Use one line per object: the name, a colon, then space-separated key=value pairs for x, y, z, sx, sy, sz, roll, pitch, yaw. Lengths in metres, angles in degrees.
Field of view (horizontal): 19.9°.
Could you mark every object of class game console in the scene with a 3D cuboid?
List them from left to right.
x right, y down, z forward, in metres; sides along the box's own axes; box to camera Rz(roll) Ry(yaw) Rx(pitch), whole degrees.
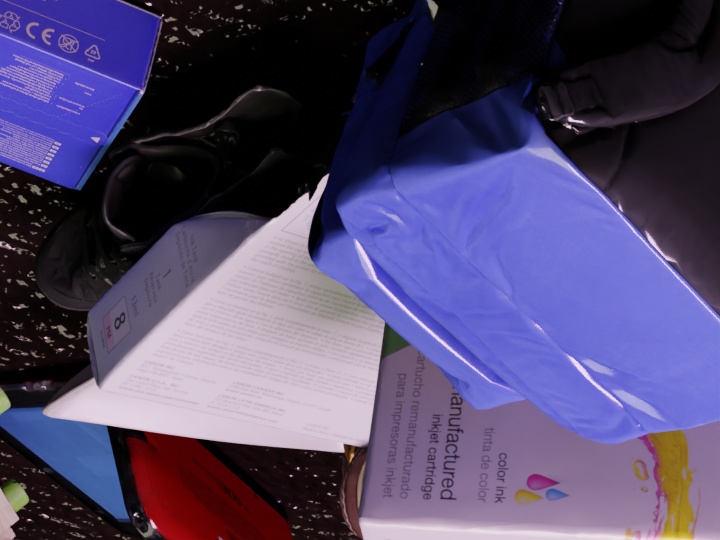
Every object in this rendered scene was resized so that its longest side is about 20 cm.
game console: x=-0.131 y=0.151 z=1.215 sx=0.118 sy=0.173 sz=0.200 roll=-31 pitch=136 yaw=12

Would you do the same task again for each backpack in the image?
backpack: x=0.077 y=-0.064 z=0.729 sx=0.167 sy=0.201 sz=0.163 roll=-13 pitch=134 yaw=40

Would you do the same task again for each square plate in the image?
square plate: x=-0.033 y=0.044 z=1.052 sx=0.199 sy=0.029 sz=0.198 roll=10 pitch=152 yaw=-34

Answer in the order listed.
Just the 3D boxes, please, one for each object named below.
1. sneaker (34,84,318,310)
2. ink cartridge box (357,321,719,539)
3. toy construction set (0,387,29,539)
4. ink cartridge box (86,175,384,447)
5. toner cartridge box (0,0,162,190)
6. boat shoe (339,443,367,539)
sneaker: x=-0.093 y=-0.030 z=0.934 sx=0.198 sy=0.061 sz=0.104 roll=-18 pitch=167 yaw=28
ink cartridge box: x=0.109 y=0.058 z=0.798 sx=0.198 sy=0.146 sz=0.084 roll=2 pitch=147 yaw=10
toy construction set: x=-0.228 y=0.123 z=1.157 sx=0.131 sy=0.092 sz=0.202 roll=16 pitch=123 yaw=55
ink cartridge box: x=0.000 y=0.000 z=0.897 sx=0.162 sy=0.057 sz=0.200 roll=16 pitch=132 yaw=-38
toner cartridge box: x=-0.195 y=-0.107 z=0.885 sx=0.199 sy=0.043 sz=0.095 roll=21 pitch=148 yaw=-17
boat shoe: x=0.023 y=0.107 z=1.065 sx=0.071 sy=0.073 sz=0.200 roll=-5 pitch=-175 yaw=22
